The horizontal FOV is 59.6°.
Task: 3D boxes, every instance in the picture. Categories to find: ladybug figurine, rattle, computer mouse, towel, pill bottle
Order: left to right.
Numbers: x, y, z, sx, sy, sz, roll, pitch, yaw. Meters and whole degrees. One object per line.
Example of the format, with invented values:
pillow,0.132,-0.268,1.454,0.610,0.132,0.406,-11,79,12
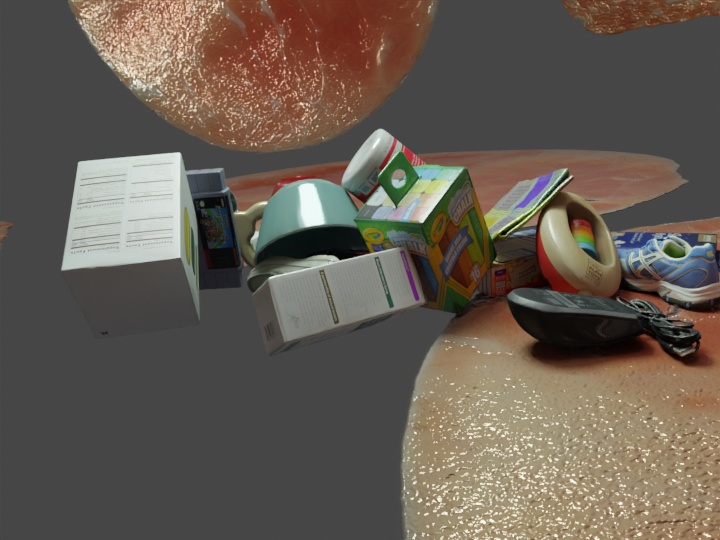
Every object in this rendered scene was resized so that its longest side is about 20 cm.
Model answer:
rattle,-0.192,-0.084,1.132,0.197,0.132,0.143,22,22,-10
pill bottle,0.076,-0.126,1.024,0.199,0.113,0.112,35,7,-14
towel,0.233,-0.094,0.949,0.143,0.023,0.200,-43,4,1
ladybug figurine,0.294,-0.026,0.873,0.134,0.072,0.202,33,40,-12
computer mouse,0.259,0.062,0.708,0.195,0.054,0.139,8,13,-1

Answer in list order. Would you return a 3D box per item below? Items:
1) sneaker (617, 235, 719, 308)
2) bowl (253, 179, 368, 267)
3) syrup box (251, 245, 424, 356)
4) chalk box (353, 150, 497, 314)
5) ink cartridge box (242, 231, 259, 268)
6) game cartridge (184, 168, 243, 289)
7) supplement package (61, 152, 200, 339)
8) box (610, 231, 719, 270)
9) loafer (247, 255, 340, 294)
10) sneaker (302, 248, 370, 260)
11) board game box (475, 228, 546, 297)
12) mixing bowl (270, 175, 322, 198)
sneaker,0.407,-0.011,0.861,0.074,0.079,0.199,-13,15,-20
bowl,-0.080,-0.073,1.015,0.196,0.107,0.201,-9,-20,-3
syrup box,-0.026,0.036,0.782,0.197,0.083,0.079,-12,-11,-28
chalk box,0.085,-0.062,0.855,0.122,0.202,0.125,9,49,42
ink cartridge box,-0.266,-0.031,1.216,0.107,0.051,0.200,2,18,25
game cartridge,-0.268,-0.064,1.044,0.127,0.204,0.039,-2,23,11
supplement package,-0.315,-0.037,0.894,0.147,0.153,0.203,-7,51,-8
box,0.492,-0.033,1.002,0.197,0.033,0.121,5,18,30
loafer,-0.105,0.020,0.935,0.198,0.070,0.070,-8,39,43
sneaker,0.000,0.000,1.000,0.195,0.077,0.078,0,2,-4
board game box,0.244,-0.017,0.995,0.196,0.047,0.151,-12,17,-22
mixing bowl,-0.152,-0.182,1.617,0.196,0.111,0.200,-4,16,1
